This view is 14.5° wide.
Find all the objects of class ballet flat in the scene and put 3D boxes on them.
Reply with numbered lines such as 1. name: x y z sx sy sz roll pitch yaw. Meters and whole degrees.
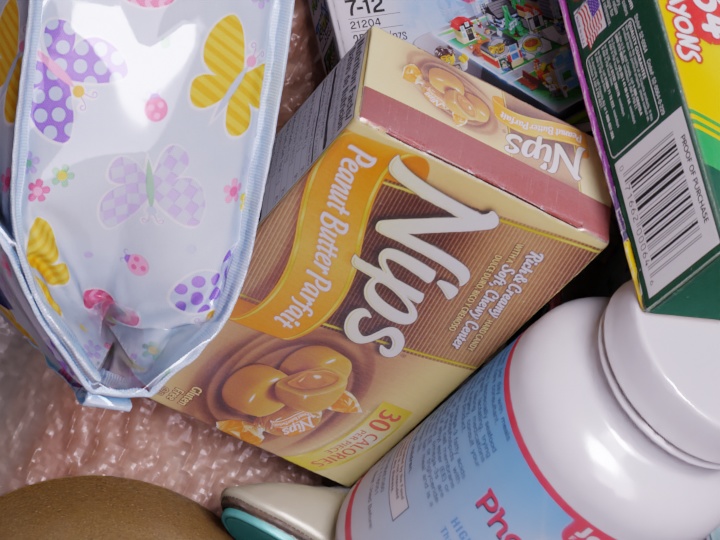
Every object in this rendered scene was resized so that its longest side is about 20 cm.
1. ballet flat: 0.023 0.139 1.240 0.200 0.069 0.070 43 88 -21

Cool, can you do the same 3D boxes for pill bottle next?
1. pill bottle: 0.083 0.081 1.130 0.108 0.109 0.200 28 134 -19

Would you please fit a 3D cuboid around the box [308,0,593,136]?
1. box: 0.082 -0.102 1.189 0.199 0.035 0.111 -10 74 -14

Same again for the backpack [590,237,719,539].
1. backpack: 0.192 0.055 1.216 0.199 0.151 0.178 22 109 -4

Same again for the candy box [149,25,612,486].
1. candy box: 0.000 0.000 1.141 0.115 0.056 0.200 25 136 -19

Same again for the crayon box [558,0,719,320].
1. crayon box: 0.169 -0.076 1.115 0.172 0.058 0.201 5 60 -33

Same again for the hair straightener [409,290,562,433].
1. hair straightener: 0.059 -0.013 1.223 0.077 0.041 0.201 17 96 -19

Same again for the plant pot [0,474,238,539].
1. plant pot: -0.097 0.199 1.141 0.185 0.200 0.188 -3 102 -14

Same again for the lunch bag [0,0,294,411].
1. lunch bag: -0.107 -0.059 1.099 0.126 0.170 0.201 4 101 -18
